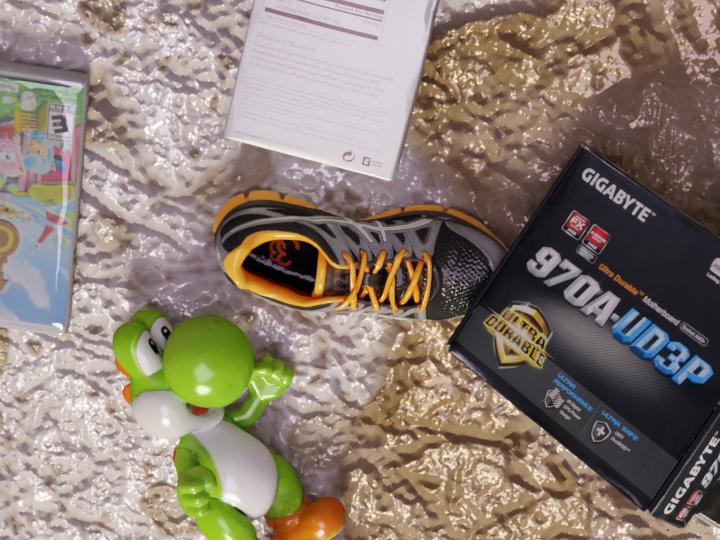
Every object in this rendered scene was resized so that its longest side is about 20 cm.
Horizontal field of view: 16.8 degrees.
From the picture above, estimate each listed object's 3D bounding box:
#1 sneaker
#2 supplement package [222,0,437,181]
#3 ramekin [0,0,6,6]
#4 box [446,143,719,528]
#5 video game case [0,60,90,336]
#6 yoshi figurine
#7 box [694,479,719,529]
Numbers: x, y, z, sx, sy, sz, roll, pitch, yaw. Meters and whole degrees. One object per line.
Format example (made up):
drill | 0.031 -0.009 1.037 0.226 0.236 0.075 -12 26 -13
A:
sneaker | 0.000 0.000 1.571 0.200 0.077 0.078 5 110 3
supplement package | -0.004 -0.175 1.484 0.109 0.114 0.200 14 111 0
ramekin | -0.279 -0.247 1.499 0.202 0.094 0.203 2 112 6
box | 0.166 0.038 1.497 0.046 0.200 0.159 26 101 -49
video game case | -0.283 -0.056 1.612 0.200 0.022 0.182 9 112 3
yoshi figurine | -0.085 0.109 1.613 0.112 0.112 0.200 -32 102 4
box | 0.266 0.074 1.544 0.200 0.049 0.160 -41 136 19
